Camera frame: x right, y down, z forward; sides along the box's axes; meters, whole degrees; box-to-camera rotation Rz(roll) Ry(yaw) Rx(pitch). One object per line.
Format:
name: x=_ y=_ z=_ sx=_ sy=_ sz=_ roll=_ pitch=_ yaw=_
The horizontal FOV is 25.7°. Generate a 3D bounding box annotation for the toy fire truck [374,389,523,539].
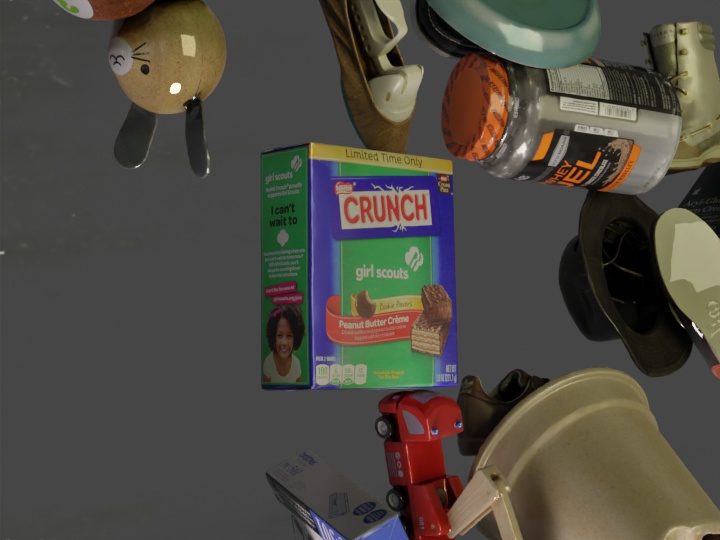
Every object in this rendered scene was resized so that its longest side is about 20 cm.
toy fire truck: x=0.087 y=0.200 z=1.345 sx=0.049 sy=0.141 sz=0.200 roll=-10 pitch=94 yaw=-43

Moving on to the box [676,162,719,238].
box: x=0.437 y=-0.058 z=1.684 sx=0.200 sy=0.148 sz=0.107 roll=-50 pitch=119 yaw=-34

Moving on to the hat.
hat: x=0.244 y=0.015 z=1.548 sx=0.201 sy=0.081 sz=0.201 roll=28 pitch=52 yaw=-43

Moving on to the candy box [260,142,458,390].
candy box: x=0.000 y=0.000 z=1.326 sx=0.169 sy=0.077 sz=0.200 roll=2 pitch=84 yaw=-42

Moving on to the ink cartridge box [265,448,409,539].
ink cartridge box: x=-0.008 y=0.209 z=1.218 sx=0.044 sy=0.200 sz=0.094 roll=-28 pitch=107 yaw=-16

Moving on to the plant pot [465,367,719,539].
plant pot: x=0.225 y=0.218 z=1.386 sx=0.200 sy=0.183 sz=0.201 roll=-17 pitch=129 yaw=-23

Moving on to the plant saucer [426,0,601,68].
plant saucer: x=0.136 y=-0.264 z=1.433 sx=0.200 sy=0.027 sz=0.200 roll=17 pitch=45 yaw=-17

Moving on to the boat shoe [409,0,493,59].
boat shoe: x=0.132 y=-0.232 z=1.478 sx=0.200 sy=0.060 sz=0.076 roll=-1 pitch=87 yaw=-43

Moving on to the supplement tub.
supplement tub: x=0.184 y=-0.139 z=1.456 sx=0.200 sy=0.123 sz=0.123 roll=6 pitch=82 yaw=-23

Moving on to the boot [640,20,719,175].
boot: x=0.321 y=-0.179 z=1.641 sx=0.200 sy=0.072 sz=0.155 roll=-17 pitch=99 yaw=-47

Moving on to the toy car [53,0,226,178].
toy car: x=-0.158 y=-0.168 z=1.152 sx=0.158 sy=0.164 sz=0.200 roll=-16 pitch=110 yaw=-42

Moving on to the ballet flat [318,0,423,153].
ballet flat: x=0.016 y=-0.190 z=1.359 sx=0.068 sy=0.072 sz=0.200 roll=-25 pitch=103 yaw=-42

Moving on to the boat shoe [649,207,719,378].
boat shoe: x=0.336 y=0.027 z=1.541 sx=0.071 sy=0.063 sz=0.200 roll=-33 pitch=102 yaw=-4

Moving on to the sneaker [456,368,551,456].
sneaker: x=0.170 y=0.128 z=1.476 sx=0.200 sy=0.070 sz=0.076 roll=-2 pitch=86 yaw=-43
